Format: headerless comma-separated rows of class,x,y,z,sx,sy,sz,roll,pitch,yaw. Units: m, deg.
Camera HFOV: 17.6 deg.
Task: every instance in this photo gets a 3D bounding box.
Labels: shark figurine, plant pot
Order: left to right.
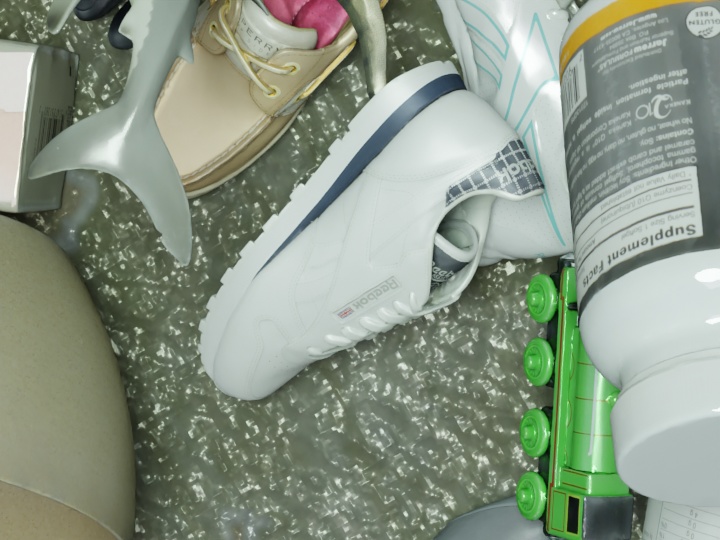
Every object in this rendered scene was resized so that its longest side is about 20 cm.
plant pot,-0.190,0.049,1.058,0.198,0.201,0.136,8,69,5
shark figurine,-0.078,-0.112,0.999,0.089,0.215,0.128,27,117,-30

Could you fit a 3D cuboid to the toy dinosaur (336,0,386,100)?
toy dinosaur,-0.033,-0.175,1.027,0.200,0.047,0.088,47,122,10

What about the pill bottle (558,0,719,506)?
pill bottle,0.142,-0.015,0.945,0.115,0.117,0.202,-5,62,6

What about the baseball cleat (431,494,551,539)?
baseball cleat,0.020,0.178,1.072,0.200,0.106,0.070,-42,83,4

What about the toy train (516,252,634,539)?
toy train,0.098,0.094,1.046,0.041,0.056,0.202,1,94,-29

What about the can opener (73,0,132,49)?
can opener,-0.057,-0.184,1.094,0.063,0.079,0.200,32,101,-36

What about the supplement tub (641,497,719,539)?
supplement tub,0.191,0.118,1.040,0.131,0.132,0.202,9,94,5

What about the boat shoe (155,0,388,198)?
boat shoe,-0.039,-0.117,1.082,0.074,0.069,0.200,40,96,2

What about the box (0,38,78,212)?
box,-0.241,-0.079,1.092,0.198,0.095,0.078,8,94,7

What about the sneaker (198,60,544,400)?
sneaker,0.000,0.000,1.052,0.081,0.076,0.200,46,123,12

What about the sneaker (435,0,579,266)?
sneaker,0.080,-0.104,1.062,0.080,0.070,0.202,-1,99,33
